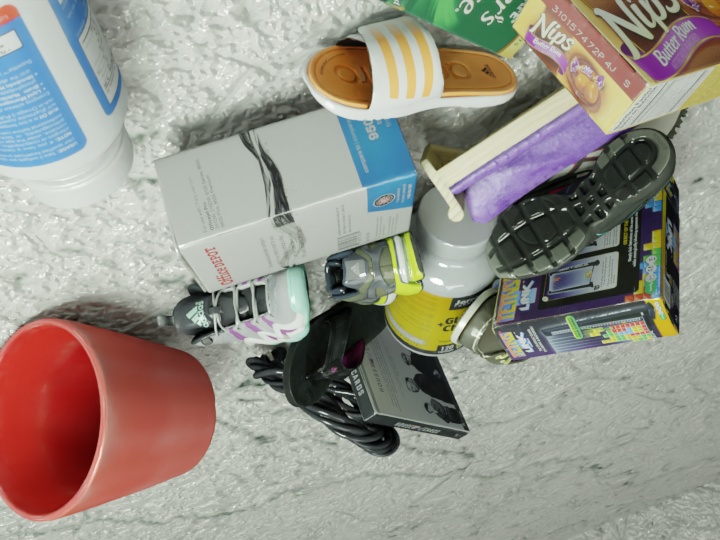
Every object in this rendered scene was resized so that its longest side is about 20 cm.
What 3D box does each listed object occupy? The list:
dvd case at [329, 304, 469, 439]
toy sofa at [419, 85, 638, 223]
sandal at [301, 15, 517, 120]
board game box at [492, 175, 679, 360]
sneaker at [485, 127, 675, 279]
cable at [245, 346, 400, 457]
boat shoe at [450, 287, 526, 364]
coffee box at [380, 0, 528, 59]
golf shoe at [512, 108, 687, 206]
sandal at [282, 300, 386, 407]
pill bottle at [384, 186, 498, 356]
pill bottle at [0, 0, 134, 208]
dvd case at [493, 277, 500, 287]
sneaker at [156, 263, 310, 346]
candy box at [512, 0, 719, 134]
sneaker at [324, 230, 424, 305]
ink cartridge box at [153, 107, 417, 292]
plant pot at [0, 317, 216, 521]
[{"bbox_3d":[0.048,0.128,1.068,0.025,0.151,0.200,-38,145,25],"label":"dvd case"},{"bbox_3d":[0.159,-0.117,0.774,0.200,0.098,0.083,-32,-168,16],"label":"toy sofa"},{"bbox_3d":[0.048,-0.170,0.687,0.206,0.079,0.059,-12,148,-31],"label":"sandal"},{"bbox_3d":[0.229,-0.013,0.864,0.165,0.200,0.057,-14,129,33],"label":"board game box"},{"bbox_3d":[0.212,-0.050,0.816,0.200,0.076,0.079,-34,157,20],"label":"sneaker"},{"bbox_3d":[-0.039,0.149,1.011,0.051,0.200,0.163,-56,165,-3],"label":"cable"},{"bbox_3d":[0.152,0.066,0.928,0.072,0.060,0.202,-52,159,9],"label":"boat shoe"},{"bbox_3d":[0.078,-0.235,0.624,0.200,0.044,0.123,11,136,-42],"label":"coffee box"},{"bbox_3d":[0.223,-0.134,0.842,0.200,0.077,0.088,-29,136,7],"label":"golf shoe"},{"bbox_3d":[-0.017,0.074,0.946,0.048,0.200,0.076,-4,118,37],"label":"sandal"},{"bbox_3d":[0.089,0.000,0.931,0.112,0.112,0.200,-13,148,-13],"label":"pill bottle"},{"bbox_3d":[-0.216,-0.128,0.552,0.112,0.113,0.200,-18,148,-5],"label":"pill bottle"},{"bbox_3d":[0.195,0.029,1.130,0.199,0.018,0.143,-24,148,6],"label":"dvd case"},{"bbox_3d":[-0.132,0.042,0.867,0.139,0.078,0.200,-2,164,-19],"label":"sneaker"},{"bbox_3d":[0.227,-0.183,0.672,0.200,0.117,0.057,-20,156,-36],"label":"candy box"},{"bbox_3d":[0.000,0.000,0.876,0.081,0.074,0.200,-7,173,-13],"label":"sneaker"},{"bbox_3d":[-0.060,-0.062,0.744,0.199,0.084,0.145,-18,165,-5],"label":"ink cartridge box"},{"bbox_3d":[-0.262,0.150,0.905,0.200,0.201,0.177,-38,155,26],"label":"plant pot"}]
